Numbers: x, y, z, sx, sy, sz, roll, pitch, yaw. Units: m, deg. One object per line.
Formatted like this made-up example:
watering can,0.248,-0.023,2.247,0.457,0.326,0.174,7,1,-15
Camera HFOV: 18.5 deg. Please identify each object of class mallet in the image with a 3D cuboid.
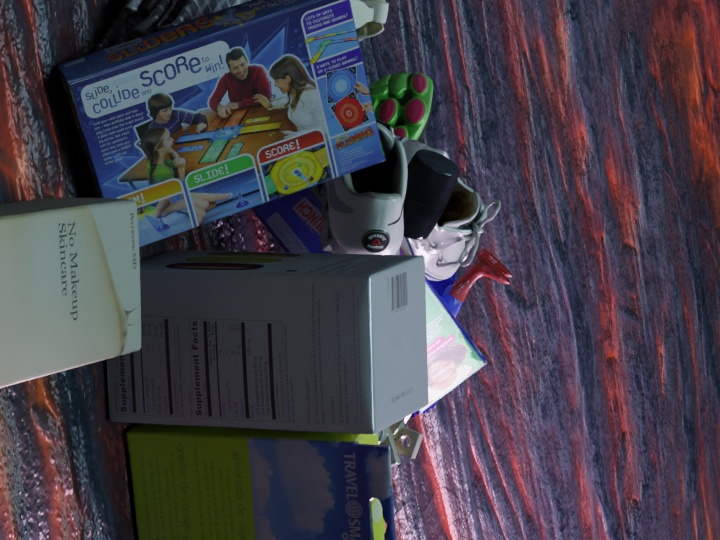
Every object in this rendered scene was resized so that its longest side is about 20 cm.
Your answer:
mallet,0.002,-0.110,1.734,0.041,0.200,0.066,-2,134,-49

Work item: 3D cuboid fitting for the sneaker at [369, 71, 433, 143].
sneaker,0.019,-0.079,1.935,0.084,0.077,0.200,41,63,-70

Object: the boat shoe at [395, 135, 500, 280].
boat shoe,0.076,-0.048,1.870,0.202,0.086,0.075,64,42,-56

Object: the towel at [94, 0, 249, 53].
towel,-0.102,-0.156,1.598,0.200,0.086,0.166,-65,147,-46

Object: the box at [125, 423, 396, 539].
box,-0.062,0.166,1.553,0.048,0.200,0.122,-36,124,-64

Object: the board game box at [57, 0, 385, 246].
board game box,-0.092,-0.106,1.504,0.034,0.200,0.135,-129,-157,-57

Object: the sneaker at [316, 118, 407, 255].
sneaker,0.000,-0.088,1.631,0.200,0.074,0.089,-109,-153,-45

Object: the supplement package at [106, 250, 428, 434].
supplement package,-0.065,0.047,1.541,0.114,0.200,0.110,-20,110,-68

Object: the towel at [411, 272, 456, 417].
towel,0.051,0.021,2.018,0.148,0.050,0.200,57,38,-64

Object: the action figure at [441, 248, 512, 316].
action figure,0.052,0.070,1.883,0.052,0.200,0.065,43,11,-6

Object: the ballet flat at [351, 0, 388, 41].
ballet flat,-0.021,-0.209,1.813,0.200,0.075,0.068,-23,111,-67

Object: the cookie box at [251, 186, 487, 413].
cookie box,0.000,0.000,1.748,0.171,0.075,0.200,51,0,31

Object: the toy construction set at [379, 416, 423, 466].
toy construction set,-0.033,0.086,1.706,0.200,0.131,0.092,41,56,-53

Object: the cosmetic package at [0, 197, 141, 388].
cosmetic package,-0.211,0.012,1.349,0.200,0.073,0.104,-16,105,-66
